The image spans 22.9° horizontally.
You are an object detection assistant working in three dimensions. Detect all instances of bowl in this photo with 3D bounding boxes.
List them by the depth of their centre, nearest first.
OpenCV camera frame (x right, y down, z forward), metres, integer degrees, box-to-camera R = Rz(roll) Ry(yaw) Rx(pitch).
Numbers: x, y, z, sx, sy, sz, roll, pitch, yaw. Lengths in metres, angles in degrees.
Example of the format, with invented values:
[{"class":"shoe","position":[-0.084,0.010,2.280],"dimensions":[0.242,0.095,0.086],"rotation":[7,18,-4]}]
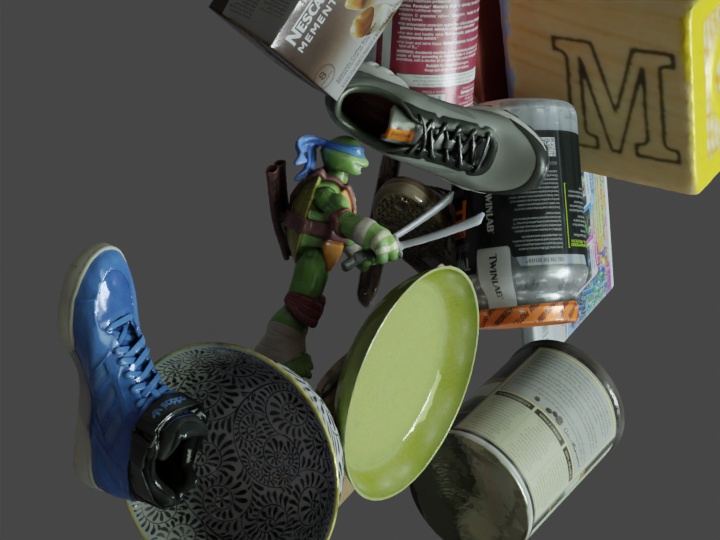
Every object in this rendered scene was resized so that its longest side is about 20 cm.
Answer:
[{"class":"bowl","position":[-0.084,0.146,1.400],"dimensions":[0.094,0.199,0.203],"rotation":[-20,119,-60]}]

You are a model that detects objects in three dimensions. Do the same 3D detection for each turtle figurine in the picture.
[{"class":"turtle figurine","position":[0.000,0.000,1.496],"dimensions":[0.199,0.144,0.195],"rotation":[22,96,-33]}]

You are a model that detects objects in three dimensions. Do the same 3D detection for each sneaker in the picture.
[{"class":"sneaker","position":[-0.162,0.083,1.326],"dimensions":[0.076,0.110,0.202],"rotation":[-23,121,-51]},{"class":"sneaker","position":[0.059,-0.109,1.466],"dimensions":[0.079,0.198,0.075],"rotation":[-66,176,-72]},{"class":"sneaker","position":[0.065,-0.048,1.686],"dimensions":[0.200,0.070,0.076],"rotation":[52,39,-54]}]

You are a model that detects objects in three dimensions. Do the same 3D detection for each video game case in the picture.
[{"class":"video game case","position":[0.224,-0.021,1.965],"dimensions":[0.182,0.024,0.202],"rotation":[-42,134,-42]}]

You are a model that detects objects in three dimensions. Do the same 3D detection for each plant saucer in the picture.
[{"class":"plant saucer","position":[0.033,0.088,1.457],"dimensions":[0.200,0.031,0.202],"rotation":[-38,138,-45]},{"class":"plant saucer","position":[0.139,-0.247,1.698],"dimensions":[0.199,0.036,0.202],"rotation":[35,72,-55]}]

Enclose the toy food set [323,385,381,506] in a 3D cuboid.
[{"class":"toy food set","position":[-0.029,0.162,1.541],"dimensions":[0.200,0.049,0.199],"rotation":[-30,157,-52]}]

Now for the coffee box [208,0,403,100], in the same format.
[{"class":"coffee box","position":[-0.014,-0.252,1.402],"dimensions":[0.201,0.079,0.114],"rotation":[-56,146,0]}]

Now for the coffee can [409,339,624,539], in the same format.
[{"class":"coffee can","position":[0.162,0.182,1.833],"dimensions":[0.200,0.145,0.148],"rotation":[-37,132,-44]}]

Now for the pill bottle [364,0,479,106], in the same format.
[{"class":"pill bottle","position":[0.048,-0.219,1.532],"dimensions":[0.109,0.109,0.202],"rotation":[-21,120,-52]}]

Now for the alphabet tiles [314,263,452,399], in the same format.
[{"class":"alphabet tiles","position":[0.010,0.074,1.571],"dimensions":[0.195,0.015,0.200],"rotation":[-38,169,-44]}]

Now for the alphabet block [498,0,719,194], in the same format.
[{"class":"alphabet block","position":[0.267,-0.214,1.690],"dimensions":[0.195,0.199,0.198],"rotation":[-43,135,-39]}]

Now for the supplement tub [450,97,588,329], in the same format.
[{"class":"supplement tub","position":[0.145,-0.050,1.628],"dimensions":[0.122,0.122,0.202],"rotation":[4,80,-57]}]
